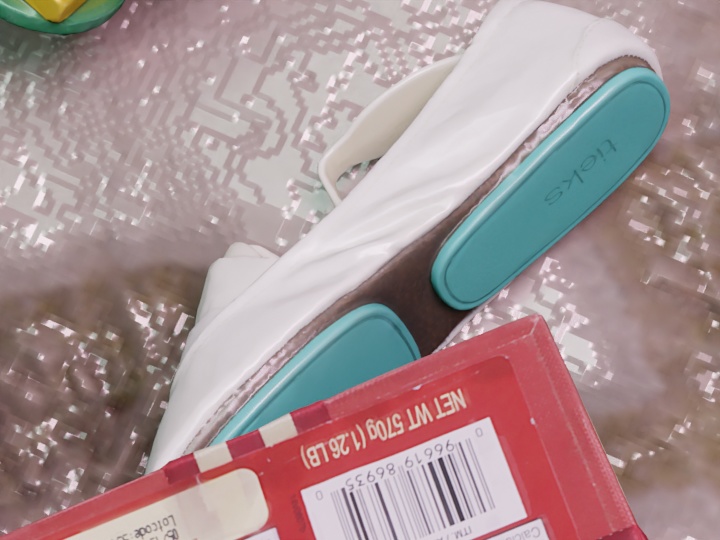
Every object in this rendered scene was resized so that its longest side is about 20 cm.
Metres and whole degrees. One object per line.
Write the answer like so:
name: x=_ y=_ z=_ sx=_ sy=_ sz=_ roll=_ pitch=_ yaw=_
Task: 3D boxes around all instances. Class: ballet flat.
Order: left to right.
ballet flat: x=0.000 y=0.000 z=0.824 sx=0.069 sy=0.069 sz=0.200 roll=43 pitch=81 yaw=14

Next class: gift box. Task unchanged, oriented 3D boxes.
gift box: x=0.019 y=0.131 z=0.725 sx=0.184 sy=0.187 sz=0.200 roll=-18 pitch=55 yaw=4

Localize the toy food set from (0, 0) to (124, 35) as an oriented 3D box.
toy food set: x=-0.099 y=-0.167 z=0.844 sx=0.200 sy=0.049 sz=0.198 roll=42 pitch=51 yaw=3
